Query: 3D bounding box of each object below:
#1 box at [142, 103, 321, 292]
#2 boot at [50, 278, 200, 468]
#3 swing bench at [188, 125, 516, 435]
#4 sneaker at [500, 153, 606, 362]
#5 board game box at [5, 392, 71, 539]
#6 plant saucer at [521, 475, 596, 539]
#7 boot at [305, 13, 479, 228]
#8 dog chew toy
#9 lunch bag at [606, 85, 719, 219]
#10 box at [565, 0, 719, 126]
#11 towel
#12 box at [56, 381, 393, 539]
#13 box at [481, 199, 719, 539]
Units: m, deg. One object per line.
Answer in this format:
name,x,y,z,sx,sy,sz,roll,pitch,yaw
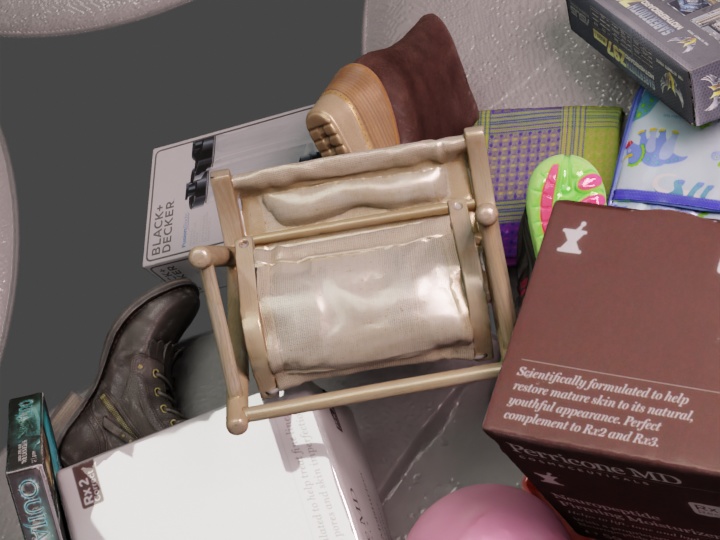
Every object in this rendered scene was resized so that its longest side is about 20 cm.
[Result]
box,-0.074,-0.058,1.536,0.200,0.060,0.117,-12,59,27
boot,-0.141,0.123,1.493,0.174,0.069,0.200,32,85,29
swing bench,0.000,0.000,1.294,0.199,0.130,0.200,-10,18,4
sneaker,0.146,0.016,1.392,0.077,0.084,0.200,10,94,6
board game box,-0.217,0.204,1.375,0.028,0.200,0.135,-13,20,-5
plant saucer,0.241,0.163,1.302,0.200,0.037,0.200,-37,54,3
boot,0.049,-0.078,1.454,0.072,0.200,0.166,-7,25,43
dog chew toy,0.118,0.227,1.252,0.200,0.125,0.125,34,82,34
lunch bag,0.284,-0.063,1.375,0.200,0.082,0.161,12,73,31
box,0.261,-0.188,1.401,0.158,0.051,0.200,-21,33,-13
towel,0.105,-0.062,1.492,0.200,0.023,0.144,-5,62,22
box,-0.081,0.208,1.343,0.200,0.131,0.199,-22,70,9
box,0.204,0.078,1.221,0.166,0.200,0.164,9,68,30
